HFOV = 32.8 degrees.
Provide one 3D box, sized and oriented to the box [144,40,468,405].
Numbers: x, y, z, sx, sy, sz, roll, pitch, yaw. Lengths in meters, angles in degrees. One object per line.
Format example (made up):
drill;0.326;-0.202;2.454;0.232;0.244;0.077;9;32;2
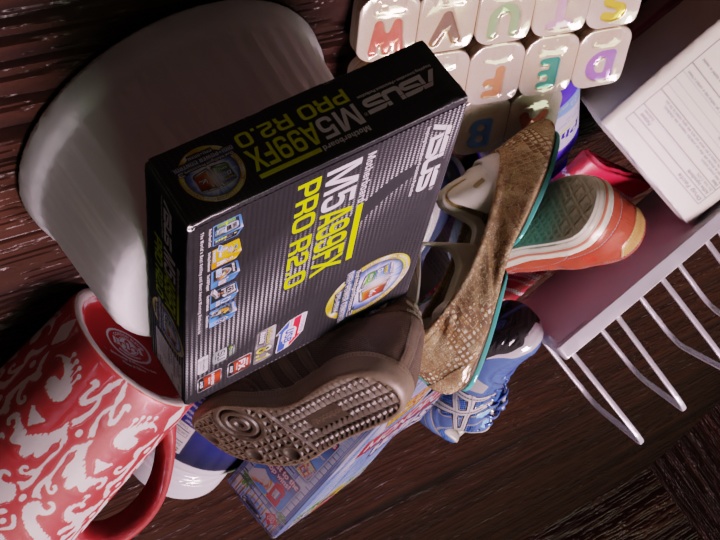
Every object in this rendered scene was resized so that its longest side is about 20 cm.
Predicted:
box;-0.035;-0.018;0.662;0.160;0.044;0.200;-26;157;-22

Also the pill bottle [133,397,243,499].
pill bottle;-0.108;0.085;0.943;0.115;0.116;0.200;-14;151;-43

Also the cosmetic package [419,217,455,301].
cosmetic package;0.043;0.027;1.105;0.200;0.071;0.105;-47;156;28

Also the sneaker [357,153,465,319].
sneaker;0.000;0.000;0.927;0.201;0.080;0.146;-59;169;29

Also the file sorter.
file sorter;0.254;0.030;1.028;0.200;0.125;0.139;-39;-167;-1

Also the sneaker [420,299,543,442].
sneaker;0.103;0.088;1.047;0.076;0.077;0.200;-45;-179;-33

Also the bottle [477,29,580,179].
bottle;0.129;-0.109;0.955;0.083;0.065;0.200;-34;159;-5

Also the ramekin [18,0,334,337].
ramekin;-0.086;-0.050;0.714;0.200;0.098;0.201;-31;159;-13

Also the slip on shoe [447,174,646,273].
slip on shoe;0.125;-0.027;0.873;0.061;0.074;0.200;23;167;-26

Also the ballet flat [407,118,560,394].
ballet flat;0.074;-0.019;0.812;0.070;0.065;0.201;152;-41;-72

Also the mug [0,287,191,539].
mug;-0.208;0.118;0.862;0.200;0.134;0.177;-46;163;15

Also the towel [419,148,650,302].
towel;0.146;-0.022;1.028;0.200;0.023;0.144;-44;157;20

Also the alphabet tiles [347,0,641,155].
alphabet tiles;0.088;-0.149;0.786;0.199;0.015;0.196;-11;139;-17

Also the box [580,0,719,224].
box;0.281;-0.159;0.952;0.200;0.109;0.128;-40;118;14

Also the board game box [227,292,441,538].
board game box;0.018;0.088;0.929;0.200;0.062;0.200;-30;163;-42

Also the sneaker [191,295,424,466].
sneaker;-0.030;0.074;0.812;0.199;0.070;0.076;-20;-146;42
